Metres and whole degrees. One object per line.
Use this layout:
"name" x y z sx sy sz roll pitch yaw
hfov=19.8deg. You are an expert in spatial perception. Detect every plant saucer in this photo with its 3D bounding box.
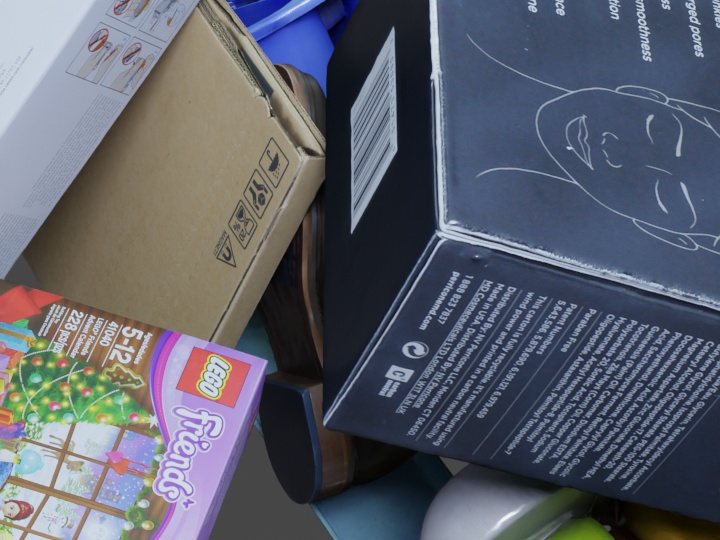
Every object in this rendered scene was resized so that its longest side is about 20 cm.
"plant saucer" -0.027 0.059 1.008 0.070 0.019 0.200 -24 60 -23

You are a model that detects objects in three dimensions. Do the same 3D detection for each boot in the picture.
"boot" 0.000 0.000 0.951 0.096 0.202 0.075 -11 17 -28

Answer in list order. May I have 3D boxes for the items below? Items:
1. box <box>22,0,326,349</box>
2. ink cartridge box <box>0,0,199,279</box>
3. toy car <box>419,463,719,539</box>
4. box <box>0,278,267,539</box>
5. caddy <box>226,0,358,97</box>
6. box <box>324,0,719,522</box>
"box" -0.096 -0.036 0.958 0.021 0.201 0.164 -8 51 -39
"ink cartridge box" -0.197 -0.102 0.903 0.175 0.084 0.200 40 99 19
"toy car" 0.120 0.154 0.875 0.199 0.150 0.175 -27 65 -29
"box" -0.130 0.097 0.826 0.136 0.039 0.201 17 45 3
"caddy" -0.047 -0.113 1.024 0.141 0.200 0.105 -38 107 -28
"box" 0.095 -0.027 0.807 0.195 0.124 0.201 14 47 -15
